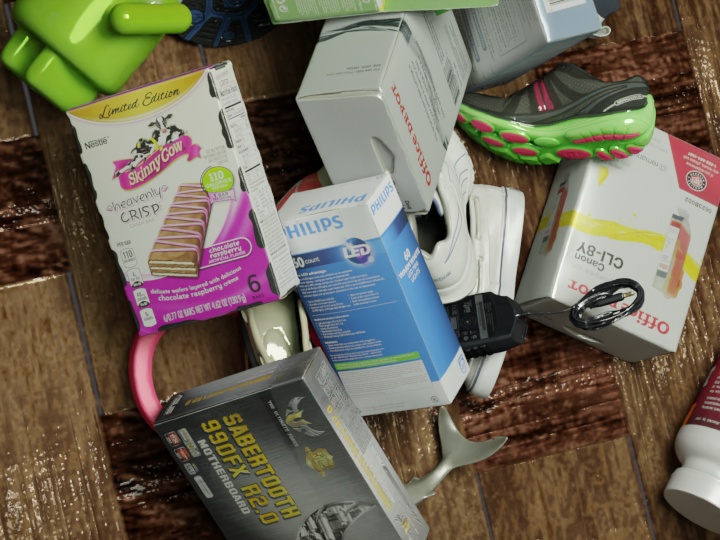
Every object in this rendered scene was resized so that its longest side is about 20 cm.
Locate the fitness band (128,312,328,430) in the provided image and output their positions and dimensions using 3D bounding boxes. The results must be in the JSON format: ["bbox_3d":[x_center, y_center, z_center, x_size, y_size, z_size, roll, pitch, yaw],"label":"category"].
[{"bbox_3d":[-0.108,0.090,1.582,0.199,0.037,0.145,1,79,-21],"label":"fitness band"}]

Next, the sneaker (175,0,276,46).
[{"bbox_3d":[-0.093,-0.266,1.629,0.199,0.076,0.077,-19,49,-12],"label":"sneaker"}]

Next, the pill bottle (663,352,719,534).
[{"bbox_3d":[0.371,0.147,1.701,0.113,0.113,0.201,36,72,-11],"label":"pill bottle"}]

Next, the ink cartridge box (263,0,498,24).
[{"bbox_3d":[0.023,-0.282,1.536,0.199,0.048,0.146,-4,49,16],"label":"ink cartridge box"}]

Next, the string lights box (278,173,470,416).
[{"bbox_3d":[0.009,0.024,1.543,0.059,0.102,0.201,-53,126,-52],"label":"string lights box"}]

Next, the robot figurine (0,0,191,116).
[{"bbox_3d":[-0.219,-0.233,1.532,0.200,0.175,0.116,-51,139,-3],"label":"robot figurine"}]

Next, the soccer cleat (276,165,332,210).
[{"bbox_3d":[0.000,0.000,1.624,0.073,0.068,0.201,-29,103,13],"label":"soccer cleat"}]

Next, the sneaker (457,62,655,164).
[{"bbox_3d":[0.181,-0.149,1.662,0.199,0.077,0.084,4,63,23],"label":"sneaker"}]

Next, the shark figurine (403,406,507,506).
[{"bbox_3d":[0.024,0.200,1.577,0.213,0.089,0.129,-3,104,-29],"label":"shark figurine"}]

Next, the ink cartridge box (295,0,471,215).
[{"bbox_3d":[0.024,-0.165,1.566,0.201,0.083,0.147,-72,149,-42],"label":"ink cartridge box"}]

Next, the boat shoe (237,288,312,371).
[{"bbox_3d":[-0.080,0.022,1.553,0.071,0.063,0.201,-7,80,-19],"label":"boat shoe"}]

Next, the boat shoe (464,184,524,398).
[{"bbox_3d":[0.107,0.016,1.651,0.065,0.072,0.201,10,81,-7],"label":"boat shoe"}]

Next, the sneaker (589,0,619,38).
[{"bbox_3d":[0.217,-0.317,1.734,0.129,0.079,0.201,10,79,-19],"label":"sneaker"}]

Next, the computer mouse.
[{"bbox_3d":[0.155,0.044,1.589,0.199,0.034,0.059,-10,49,9],"label":"computer mouse"}]

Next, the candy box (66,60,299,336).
[{"bbox_3d":[-0.147,-0.060,1.488,0.136,0.061,0.201,-15,98,17],"label":"candy box"}]

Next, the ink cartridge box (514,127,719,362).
[{"bbox_3d":[0.251,-0.032,1.700,0.144,0.083,0.201,23,75,-15],"label":"ink cartridge box"}]

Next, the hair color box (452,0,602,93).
[{"bbox_3d":[0.137,-0.234,1.627,0.060,0.200,0.100,-17,88,-22],"label":"hair color box"}]

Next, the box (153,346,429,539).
[{"bbox_3d":[-0.057,0.175,1.499,0.201,0.158,0.048,60,31,-21],"label":"box"}]

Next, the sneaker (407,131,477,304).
[{"bbox_3d":[0.066,-0.072,1.614,0.074,0.087,0.201,-14,61,7],"label":"sneaker"}]
